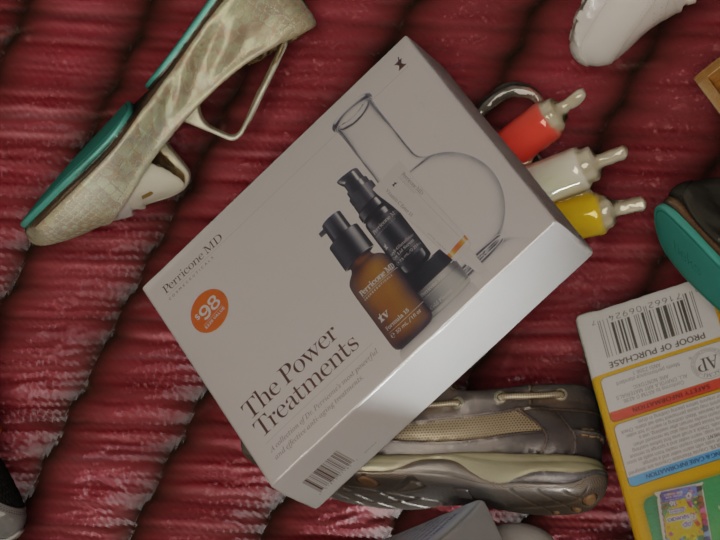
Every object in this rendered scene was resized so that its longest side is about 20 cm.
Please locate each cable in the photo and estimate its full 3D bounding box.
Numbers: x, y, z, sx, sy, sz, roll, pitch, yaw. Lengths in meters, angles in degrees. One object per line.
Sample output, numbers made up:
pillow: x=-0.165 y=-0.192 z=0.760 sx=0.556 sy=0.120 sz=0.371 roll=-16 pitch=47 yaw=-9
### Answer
cable: x=0.048 y=-0.029 z=1.290 sx=0.199 sy=0.050 sz=0.098 roll=-29 pitch=86 yaw=9

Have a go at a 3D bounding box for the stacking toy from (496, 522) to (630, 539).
stacking toy: x=0.144 y=0.190 z=1.274 sx=0.199 sy=0.146 sz=0.147 roll=25 pitch=98 yaw=19

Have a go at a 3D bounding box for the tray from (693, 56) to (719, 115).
tray: x=0.278 y=-0.122 z=1.235 sx=0.200 sy=0.037 sz=0.099 roll=-38 pitch=46 yaw=9

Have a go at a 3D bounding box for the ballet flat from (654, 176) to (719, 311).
ballet flat: x=0.215 y=0.019 z=1.201 sx=0.068 sy=0.068 sz=0.201 roll=-19 pitch=50 yaw=-9

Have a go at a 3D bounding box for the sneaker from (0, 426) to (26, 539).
sneaker: x=-0.232 y=0.056 z=1.319 sx=0.077 sy=0.078 sz=0.201 roll=-30 pitch=93 yaw=-1

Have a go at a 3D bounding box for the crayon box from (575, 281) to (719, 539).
crayon box: x=0.193 y=0.096 z=1.227 sx=0.125 sy=0.052 sz=0.201 roll=-18 pitch=51 yaw=8

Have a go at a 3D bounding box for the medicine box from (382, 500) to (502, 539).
medicine box: x=0.008 y=0.247 z=1.263 sx=0.199 sy=0.103 sz=0.183 roll=-26 pitch=92 yaw=30

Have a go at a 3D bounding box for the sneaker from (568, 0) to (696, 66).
sneaker: x=0.185 y=-0.179 z=1.252 sx=0.080 sy=0.076 sz=0.200 roll=37 pitch=100 yaw=-8

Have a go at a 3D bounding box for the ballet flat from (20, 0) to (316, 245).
ballet flat: x=-0.100 y=-0.077 z=1.296 sx=0.062 sy=0.067 sz=0.200 roll=40 pitch=99 yaw=-8

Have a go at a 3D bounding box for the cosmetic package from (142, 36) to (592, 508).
cosmetic package: x=0.000 y=0.000 z=1.261 sx=0.200 sy=0.052 sz=0.151 roll=-43 pitch=54 yaw=9

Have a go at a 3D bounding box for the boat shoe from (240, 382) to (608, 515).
boat shoe: x=0.036 y=0.087 z=1.301 sx=0.199 sy=0.075 sz=0.074 roll=4 pitch=70 yaw=10
